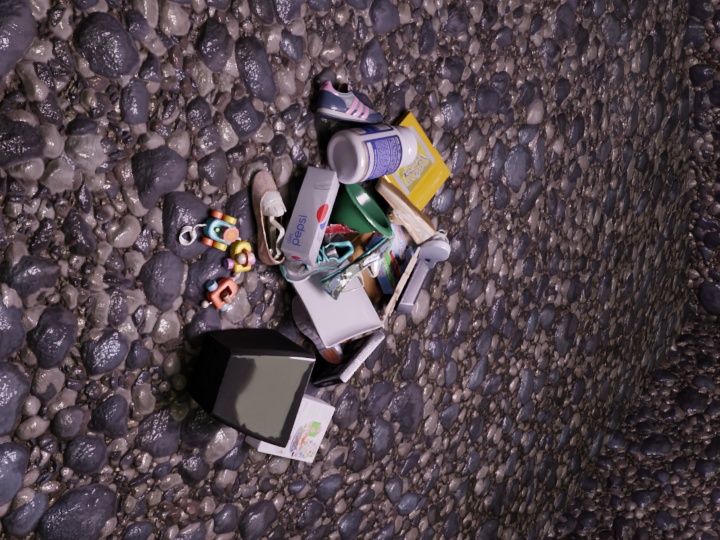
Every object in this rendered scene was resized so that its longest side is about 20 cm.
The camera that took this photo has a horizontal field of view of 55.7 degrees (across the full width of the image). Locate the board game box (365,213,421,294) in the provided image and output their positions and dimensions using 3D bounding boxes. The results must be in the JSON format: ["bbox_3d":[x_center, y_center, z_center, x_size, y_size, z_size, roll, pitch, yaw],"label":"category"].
[{"bbox_3d":[0.089,-0.066,1.721,0.201,0.036,0.153,-60,140,-37],"label":"board game box"}]

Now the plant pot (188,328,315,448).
[{"bbox_3d":[-0.238,0.227,1.412,0.176,0.199,0.203,18,92,-37],"label":"plant pot"}]

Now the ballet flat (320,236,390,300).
[{"bbox_3d":[0.000,0.000,1.563,0.199,0.074,0.075,-34,128,-16],"label":"ballet flat"}]

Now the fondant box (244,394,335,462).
[{"bbox_3d":[-0.165,0.367,1.629,0.199,0.058,0.146,30,82,-47],"label":"fondant box"}]

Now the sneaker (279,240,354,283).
[{"bbox_3d":[-0.094,-0.031,1.516,0.198,0.091,0.079,-21,83,-46],"label":"sneaker"}]

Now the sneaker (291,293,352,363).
[{"bbox_3d":[-0.086,0.114,1.620,0.202,0.077,0.113,61,37,-24],"label":"sneaker"}]

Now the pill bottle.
[{"bbox_3d":[0.030,-0.267,1.531,0.198,0.115,0.118,-19,118,-41],"label":"pill bottle"}]

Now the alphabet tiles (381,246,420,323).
[{"bbox_3d":[0.102,0.042,1.710,0.197,0.014,0.201,-61,174,-23],"label":"alphabet tiles"}]

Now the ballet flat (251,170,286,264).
[{"bbox_3d":[-0.184,-0.107,1.430,0.067,0.067,0.204,-23,119,-38],"label":"ballet flat"}]

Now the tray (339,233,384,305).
[{"bbox_3d":[0.021,-0.019,1.703,0.099,0.037,0.202,-44,132,-27],"label":"tray"}]

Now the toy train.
[{"bbox_3d":[-0.277,-0.018,1.373,0.150,0.055,0.202,-41,131,-30],"label":"toy train"}]

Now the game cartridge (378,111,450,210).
[{"bbox_3d":[0.123,-0.259,1.689,0.177,0.032,0.201,-51,117,-21],"label":"game cartridge"}]

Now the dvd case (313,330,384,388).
[{"bbox_3d":[-0.030,0.216,1.633,0.025,0.200,0.150,46,66,-6],"label":"dvd case"}]

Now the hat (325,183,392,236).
[{"bbox_3d":[-0.050,-0.104,1.587,0.175,0.167,0.200,-39,124,16],"label":"hat"}]

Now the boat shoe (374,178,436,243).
[{"bbox_3d":[0.098,-0.136,1.642,0.069,0.074,0.200,-41,114,18],"label":"boat shoe"}]

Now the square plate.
[{"bbox_3d":[-0.063,0.068,1.567,0.197,0.028,0.202,-16,73,-48],"label":"square plate"}]

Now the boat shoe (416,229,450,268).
[{"bbox_3d":[0.192,-0.069,1.749,0.202,0.073,0.088,110,-3,-77],"label":"boat shoe"}]

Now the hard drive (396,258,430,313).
[{"bbox_3d":[0.136,0.048,1.764,0.200,0.042,0.137,85,30,-81],"label":"hard drive"}]

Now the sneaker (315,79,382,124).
[{"bbox_3d":[-0.016,-0.370,1.513,0.198,0.069,0.084,-4,101,-51],"label":"sneaker"}]

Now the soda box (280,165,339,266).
[{"bbox_3d":[-0.106,-0.118,1.460,0.064,0.067,0.203,74,31,-68],"label":"soda box"}]
